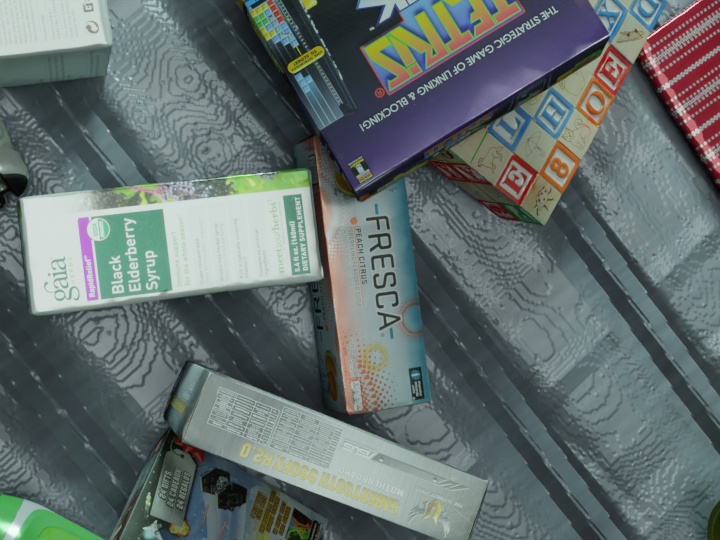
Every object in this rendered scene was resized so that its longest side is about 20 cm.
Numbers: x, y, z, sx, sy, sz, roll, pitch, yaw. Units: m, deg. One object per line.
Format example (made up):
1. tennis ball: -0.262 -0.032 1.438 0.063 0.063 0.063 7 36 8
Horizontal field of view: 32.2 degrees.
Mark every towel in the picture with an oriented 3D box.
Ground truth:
1. towel: 0.325 -0.134 1.008 0.144 0.022 0.201 -35 95 -9

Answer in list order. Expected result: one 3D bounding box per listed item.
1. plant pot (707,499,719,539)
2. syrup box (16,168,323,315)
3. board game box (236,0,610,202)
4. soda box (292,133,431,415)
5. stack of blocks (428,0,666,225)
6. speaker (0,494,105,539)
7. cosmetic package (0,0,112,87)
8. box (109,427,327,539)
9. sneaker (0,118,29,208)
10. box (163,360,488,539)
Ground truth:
1. plant pot: 0.405 0.202 0.946 0.192 0.200 0.201 -30 96 -24
2. syrup box: -0.133 -0.019 0.868 0.199 0.081 0.079 -7 91 -15
3. board game box: 0.040 -0.169 0.842 0.199 0.057 0.166 -32 83 0
4. soda box: 0.000 0.000 0.907 0.068 0.064 0.202 -7 91 -18
5. stack of blocks: 0.130 -0.150 0.927 0.115 0.058 0.201 35 80 -29
6. speaker: -0.177 0.233 0.851 0.199 0.088 0.089 32 82 -10
7. cosmetic package: -0.269 -0.164 0.826 0.199 0.113 0.082 -8 90 -15
8. box: -0.107 0.215 0.826 0.136 0.200 0.040 33 127 -11
9. sneaker: -0.329 -0.060 0.836 0.199 0.075 0.082 -20 79 -15
10. box: -0.030 0.122 0.850 0.199 0.158 0.049 23 84 -12
